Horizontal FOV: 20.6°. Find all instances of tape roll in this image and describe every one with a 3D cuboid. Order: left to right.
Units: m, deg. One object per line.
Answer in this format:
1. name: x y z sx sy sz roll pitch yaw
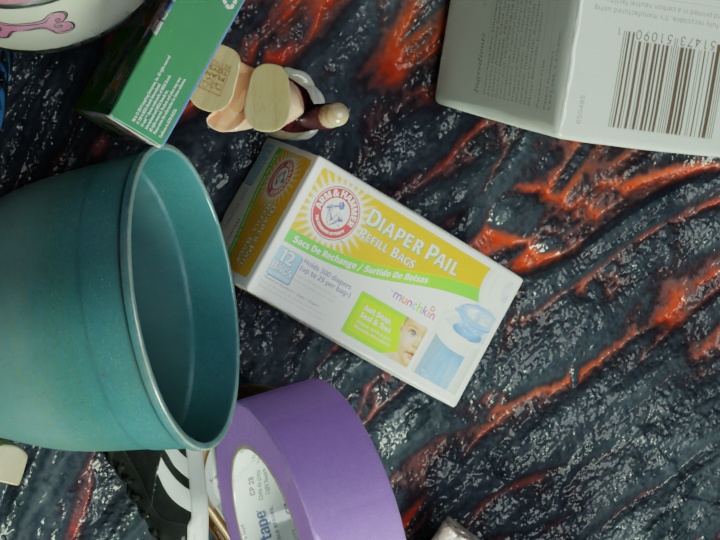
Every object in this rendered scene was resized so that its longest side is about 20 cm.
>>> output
1. tape roll: -0.035 0.180 1.383 0.065 0.200 0.202 -16 107 -22

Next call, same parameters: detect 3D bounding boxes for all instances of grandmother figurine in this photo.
1. grandmother figurine: -0.066 -0.117 1.364 0.121 0.200 0.061 30 94 10

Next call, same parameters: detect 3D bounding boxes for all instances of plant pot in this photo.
1. plant pot: -0.200 0.031 1.306 0.186 0.200 0.202 -9 108 14

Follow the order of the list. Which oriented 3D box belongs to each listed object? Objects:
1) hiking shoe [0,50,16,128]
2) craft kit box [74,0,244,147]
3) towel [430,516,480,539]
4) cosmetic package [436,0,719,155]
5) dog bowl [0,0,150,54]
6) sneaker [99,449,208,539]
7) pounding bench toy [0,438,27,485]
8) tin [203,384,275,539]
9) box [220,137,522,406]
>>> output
1. hiking shoe: -0.254 -0.141 1.316 0.074 0.087 0.202 9 97 -26
2. craft kit box: -0.114 -0.180 1.310 0.048 0.197 0.201 30 87 -13
3. towel: 0.090 0.320 1.554 0.199 0.032 0.192 35 98 -5
4. cosmetic package: 0.177 -0.182 1.436 0.164 0.200 0.166 4 100 -25
5. dog bowl: -0.210 -0.245 1.259 0.198 0.074 0.202 -3 74 9
6. sneaker: -0.168 0.139 1.411 0.111 0.073 0.202 -2 80 -9
7. pounding bench toy: -0.316 0.205 1.339 0.199 0.124 0.157 -12 106 -22
8. tin: -0.057 0.178 1.504 0.112 0.042 0.201 -39 114 -17
9. box: 0.000 0.000 1.455 0.199 0.101 0.113 29 88 -27
